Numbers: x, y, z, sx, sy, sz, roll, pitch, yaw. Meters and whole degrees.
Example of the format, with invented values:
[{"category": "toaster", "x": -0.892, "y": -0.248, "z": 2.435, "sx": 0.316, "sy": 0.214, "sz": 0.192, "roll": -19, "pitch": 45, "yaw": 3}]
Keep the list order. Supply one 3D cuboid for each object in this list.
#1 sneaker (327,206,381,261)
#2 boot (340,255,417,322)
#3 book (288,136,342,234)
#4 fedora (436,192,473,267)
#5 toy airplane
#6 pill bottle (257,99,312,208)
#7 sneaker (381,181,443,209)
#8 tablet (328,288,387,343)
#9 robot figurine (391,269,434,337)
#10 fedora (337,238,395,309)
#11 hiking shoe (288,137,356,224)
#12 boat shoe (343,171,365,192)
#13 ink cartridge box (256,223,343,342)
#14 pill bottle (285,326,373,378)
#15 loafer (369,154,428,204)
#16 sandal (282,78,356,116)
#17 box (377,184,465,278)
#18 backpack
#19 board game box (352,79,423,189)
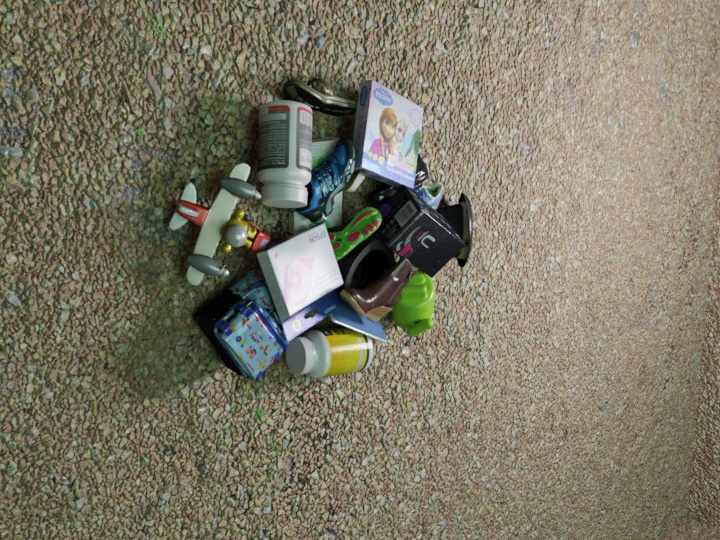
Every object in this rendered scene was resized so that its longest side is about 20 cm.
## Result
[{"category": "sneaker", "x": -0.033, "y": -0.073, "z": 1.641, "sx": 0.198, "sy": 0.084, "sz": 0.078, "roll": -28, "pitch": 83, "yaw": 8}, {"category": "boot", "x": 0.044, "y": 0.029, "z": 1.632, "sx": 0.167, "sy": 0.072, "sz": 0.200, "roll": -51, "pitch": 152, "yaw": 1}, {"category": "book", "x": -0.104, "y": -0.193, "z": 1.605, "sx": 0.132, "sy": 0.048, "sz": 0.203, "roll": -15, "pitch": 114, "yaw": -36}, {"category": "fedora", "x": 0.237, "y": -0.106, "z": 1.876, "sx": 0.090, "sy": 0.201, "sz": 0.204, "roll": 0, "pitch": 105, "yaw": -4}, {"category": "toy airplane", "x": -0.278, "y": -0.091, "z": 1.411, "sx": 0.197, "sy": 0.141, "sz": 0.203, "roll": -27, "pitch": 124, "yaw": -24}, {"category": "pill bottle", "x": -0.157, "y": -0.237, "z": 1.466, "sx": 0.113, "sy": 0.113, "sz": 0.204, "roll": 5, "pitch": 83, "yaw": -41}, {"category": "sneaker", "x": 0.130, "y": -0.177, "z": 1.772, "sx": 0.198, "sy": 0.076, "sz": 0.077, "roll": -24, "pitch": 155, "yaw": -39}, {"category": "tablet", "x": -0.018, "y": 0.101, "z": 1.716, "sx": 0.014, "sy": 0.131, "sz": 0.199, "roll": -42, "pitch": 137, "yaw": 23}, {"category": "robot figurine", "x": 0.132, "y": 0.077, "z": 1.810, "sx": 0.114, "sy": 0.178, "sz": 0.201, "roll": -7, "pitch": 147, "yaw": 0}, {"category": "fedora", "x": 0.000, "y": 0.000, "z": 1.709, "sx": 0.178, "sy": 0.090, "sz": 0.200, "roll": -53, "pitch": 144, "yaw": -13}, {"category": "hiking shoe", "x": -0.077, "y": -0.202, "z": 1.545, "sx": 0.086, "sy": 0.074, "sz": 0.203, "roll": 23, "pitch": 92, "yaw": -41}, {"category": "boat shoe", "x": 0.017, "y": -0.263, "z": 1.668, "sx": 0.069, "sy": 0.070, "sz": 0.202, "roll": 37, "pitch": 74, "yaw": -43}, {"category": "ink cartridge box", "x": -0.117, "y": 0.022, "z": 1.533, "sx": 0.196, "sy": 0.043, "sz": 0.203, "roll": -32, "pitch": 106, "yaw": -49}, {"category": "pill bottle", "x": -0.074, "y": 0.194, "z": 1.688, "sx": 0.198, "sy": 0.112, "sz": 0.115, "roll": -2, "pitch": 103, "yaw": -41}, {"category": "loafer", "x": 0.090, "y": -0.225, "z": 1.750, "sx": 0.200, "sy": 0.068, "sz": 0.071, "roll": -36, "pitch": 115, "yaw": -34}, {"category": "sandal", "x": -0.091, "y": -0.385, "z": 1.548, "sx": 0.199, "sy": 0.079, "sz": 0.058, "roll": 4, "pitch": 82, "yaw": -48}, {"category": "box", "x": 0.139, "y": -0.091, "z": 1.701, "sx": 0.122, "sy": 0.107, "sz": 0.199, "roll": -44, "pitch": 135, "yaw": 15}, {"category": "backpack", "x": -0.225, "y": 0.108, "z": 1.520, "sx": 0.200, "sy": 0.134, "sz": 0.184, "roll": -43, "pitch": 125, "yaw": -25}, {"category": "board game box", "x": 0.063, "y": -0.309, "z": 1.638, "sx": 0.198, "sy": 0.041, "sz": 0.203, "roll": 13, "pitch": 82, "yaw": -48}]
